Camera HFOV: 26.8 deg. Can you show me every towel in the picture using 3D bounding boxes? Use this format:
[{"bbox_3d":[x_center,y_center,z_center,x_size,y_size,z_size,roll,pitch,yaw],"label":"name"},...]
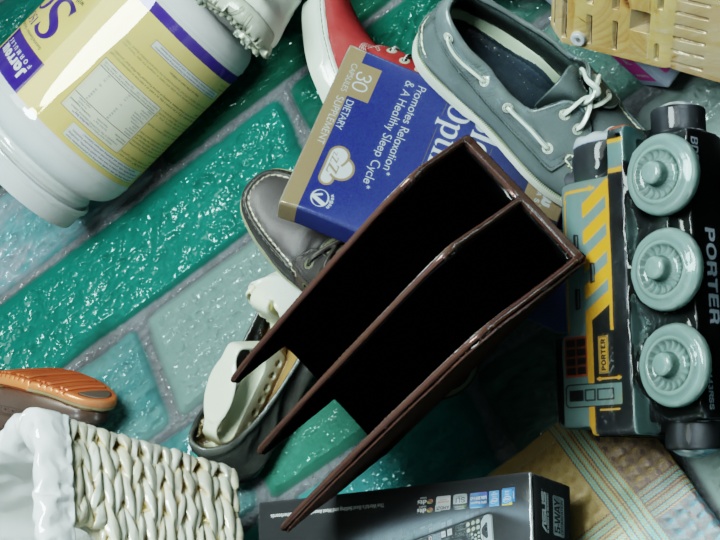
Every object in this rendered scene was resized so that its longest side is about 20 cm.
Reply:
[{"bbox_3d":[0.112,0.177,0.901,0.200,0.022,0.147,-39,54,8],"label":"towel"}]

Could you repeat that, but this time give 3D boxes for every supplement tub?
[{"bbox_3d":[-0.198,-0.145,1.158,0.200,0.145,0.145,-44,53,5],"label":"supplement tub"}]

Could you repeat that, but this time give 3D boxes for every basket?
[{"bbox_3d":[-0.180,0.219,0.934,0.200,0.160,0.199,-35,51,39],"label":"basket"}]

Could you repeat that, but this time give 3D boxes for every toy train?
[{"bbox_3d":[0.164,0.007,0.863,0.114,0.085,0.201,-10,79,45],"label":"toy train"}]

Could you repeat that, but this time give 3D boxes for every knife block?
[{"bbox_3d":[0.236,-0.195,0.928,0.199,0.064,0.176,17,53,20],"label":"knife block"}]

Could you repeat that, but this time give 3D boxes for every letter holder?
[{"bbox_3d":[0.007,0.040,0.860,0.101,0.142,0.200,47,126,7],"label":"letter holder"}]

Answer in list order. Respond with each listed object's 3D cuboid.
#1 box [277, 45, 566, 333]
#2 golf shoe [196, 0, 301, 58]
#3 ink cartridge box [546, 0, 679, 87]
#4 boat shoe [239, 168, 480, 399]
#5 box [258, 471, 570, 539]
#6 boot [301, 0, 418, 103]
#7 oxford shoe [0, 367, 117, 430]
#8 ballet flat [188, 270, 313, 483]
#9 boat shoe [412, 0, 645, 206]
[{"bbox_3d":[0.061,-0.052,0.957,0.199,0.032,0.122,23,69,0],"label":"box"},{"bbox_3d":[-0.067,-0.216,1.097,0.097,0.078,0.200,-44,14,12],"label":"golf shoe"},{"bbox_3d":[0.154,-0.223,0.959,0.120,0.200,0.042,-54,17,-1],"label":"ink cartridge box"},{"bbox_3d":[0.000,0.000,0.980,0.200,0.065,0.073,40,82,11],"label":"boat shoe"},{"bbox_3d":[0.027,0.209,0.887,0.199,0.050,0.158,-11,67,34],"label":"box"},{"bbox_3d":[0.045,-0.137,1.058,0.144,0.072,0.201,-28,64,17],"label":"boot"},{"bbox_3d":[-0.262,0.109,1.138,0.199,0.071,0.073,2,89,36],"label":"oxford shoe"},{"bbox_3d":[-0.056,0.051,1.029,0.068,0.068,0.201,18,78,37],"label":"ballet flat"},{"bbox_3d":[0.120,-0.100,0.931,0.200,0.062,0.073,38,67,5],"label":"boat shoe"}]
